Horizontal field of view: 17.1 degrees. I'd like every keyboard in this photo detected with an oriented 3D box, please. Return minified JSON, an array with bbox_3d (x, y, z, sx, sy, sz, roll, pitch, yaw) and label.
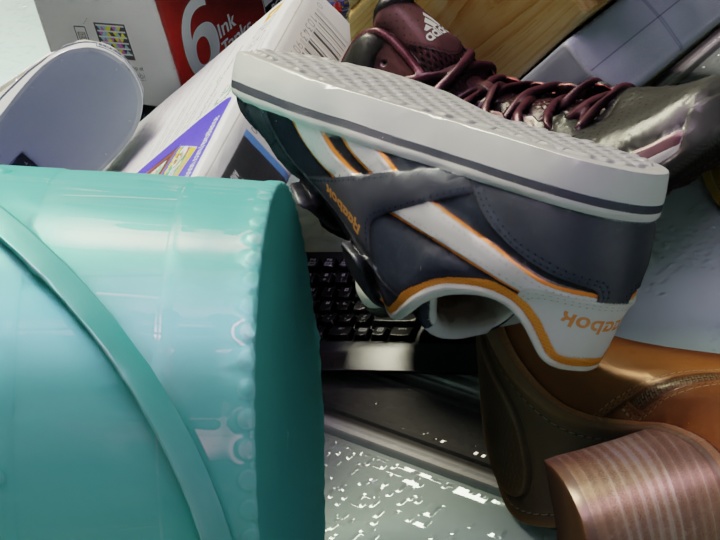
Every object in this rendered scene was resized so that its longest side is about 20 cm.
[{"bbox_3d":[0.000,0.000,1.018,0.198,0.040,0.104,1,36,23],"label":"keyboard"}]

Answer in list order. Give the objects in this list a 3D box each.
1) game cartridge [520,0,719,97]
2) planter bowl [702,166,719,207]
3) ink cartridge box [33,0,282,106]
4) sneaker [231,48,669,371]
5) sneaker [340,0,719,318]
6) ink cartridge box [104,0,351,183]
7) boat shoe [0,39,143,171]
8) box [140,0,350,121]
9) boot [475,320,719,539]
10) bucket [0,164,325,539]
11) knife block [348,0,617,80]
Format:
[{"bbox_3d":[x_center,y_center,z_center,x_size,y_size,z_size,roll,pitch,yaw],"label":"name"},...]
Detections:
[{"bbox_3d":[0.116,-0.095,1.025,0.200,0.041,0.133,-38,-6,-46],"label":"game cartridge"},{"bbox_3d":[0.236,-0.094,1.015,0.199,0.084,0.201,-12,32,8],"label":"planter bowl"},{"bbox_3d":[-0.082,-0.206,1.172,0.083,0.177,0.200,8,39,34],"label":"ink cartridge box"},{"bbox_3d":[0.018,-0.024,0.849,0.078,0.080,0.199,1,17,-41],"label":"sneaker"},{"bbox_3d":[0.051,-0.063,0.909,0.199,0.116,0.075,-25,-2,42],"label":"sneaker"},{"bbox_3d":[-0.101,-0.015,1.049,0.200,0.043,0.199,-35,19,33],"label":"ink cartridge box"},{"bbox_3d":[-0.184,-0.033,1.097,0.202,0.075,0.086,-46,16,2],"label":"boat shoe"},{"bbox_3d":[-0.051,-0.113,1.218,0.198,0.038,0.137,-8,33,14],"label":"box"},{"bbox_3d":[0.128,0.050,0.865,0.153,0.074,0.200,-12,28,-9],"label":"boot"},{"bbox_3d":[-0.088,0.061,0.815,0.133,0.209,0.208,-3,33,6],"label":"bucket"},{"bbox_3d":[0.077,-0.116,0.959,0.175,0.201,0.064,18,38,34],"label":"knife block"}]
